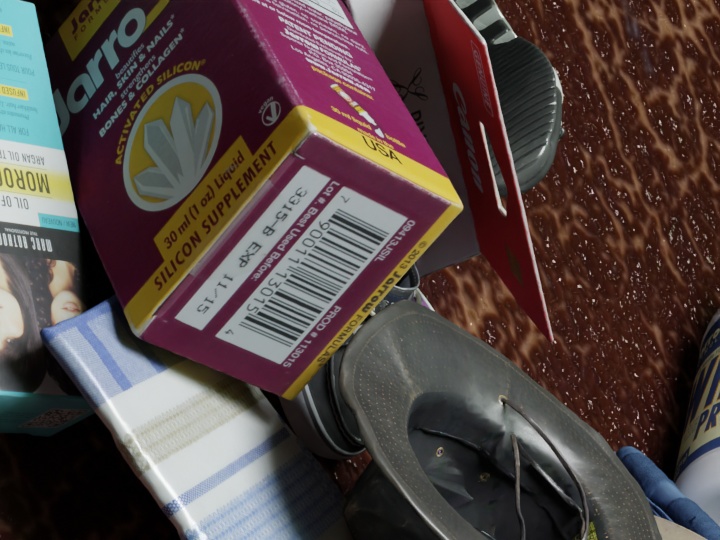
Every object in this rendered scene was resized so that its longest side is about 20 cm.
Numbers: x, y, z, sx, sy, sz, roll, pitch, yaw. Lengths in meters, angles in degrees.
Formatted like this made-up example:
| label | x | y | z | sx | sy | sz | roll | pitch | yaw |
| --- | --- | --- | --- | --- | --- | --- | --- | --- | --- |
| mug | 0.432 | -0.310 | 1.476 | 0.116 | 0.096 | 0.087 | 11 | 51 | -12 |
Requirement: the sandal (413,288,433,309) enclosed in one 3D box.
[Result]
| label | x | y | z | sx | sy | sz | roll | pitch | yaw |
| --- | --- | --- | --- | --- | --- | --- | --- | --- | --- |
| sandal | 0.049 | 0.070 | 1.443 | 0.082 | 0.050 | 0.203 | -34 | 96 | -54 |

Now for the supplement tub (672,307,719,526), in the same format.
| label | x | y | z | sx | sy | sz | roll | pitch | yaw |
| --- | --- | --- | --- | --- | --- | --- | --- | --- | --- |
| supplement tub | 0.266 | 0.093 | 1.614 | 0.145 | 0.145 | 0.200 | 44 | 40 | -24 |

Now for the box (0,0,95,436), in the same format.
| label | x | y | z | sx | sy | sz | roll | pitch | yaw |
| --- | --- | --- | --- | --- | --- | --- | --- | --- | --- |
| box | -0.174 | -0.028 | 1.231 | 0.082 | 0.049 | 0.201 | 7 | 64 | -49 |

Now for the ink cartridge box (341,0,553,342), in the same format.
| label | x | y | z | sx | sy | sz | roll | pitch | yaw |
| --- | --- | --- | --- | --- | --- | --- | --- | --- | --- |
| ink cartridge box | 0.029 | -0.077 | 1.374 | 0.176 | 0.045 | 0.200 | -120 | -169 | -49 |

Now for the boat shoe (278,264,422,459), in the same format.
| label | x | y | z | sx | sy | sz | roll | pitch | yaw |
| --- | --- | --- | --- | --- | --- | --- | --- | --- | --- |
| boat shoe | 0.000 | 0.000 | 1.352 | 0.070 | 0.066 | 0.201 | -13 | 107 | -48 |

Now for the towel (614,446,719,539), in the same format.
| label | x | y | z | sx | sy | sz | roll | pitch | yaw |
| --- | --- | --- | --- | --- | --- | --- | --- | --- | --- |
| towel | 0.177 | 0.170 | 1.456 | 0.112 | 0.048 | 0.200 | 59 | -4 | -20 |

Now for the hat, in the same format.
| label | x | y | z | sx | sy | sz | roll | pitch | yaw |
| --- | --- | --- | --- | --- | --- | --- | --- | --- | --- |
| hat | 0.049 | 0.113 | 1.264 | 0.200 | 0.081 | 0.201 | 34 | 31 | -24 |

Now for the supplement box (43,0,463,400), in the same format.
| label | x | y | z | sx | sy | sz | roll | pitch | yaw |
| --- | --- | --- | --- | --- | --- | --- | --- | --- | --- |
| supplement box | -0.059 | -0.061 | 1.263 | 0.103 | 0.131 | 0.200 | 25 | 24 | -39 |

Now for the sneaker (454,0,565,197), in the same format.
| label | x | y | z | sx | sy | sz | roll | pitch | yaw |
| --- | --- | --- | --- | --- | --- | --- | --- | --- | --- |
| sneaker | 0.085 | -0.083 | 1.520 | 0.089 | 0.074 | 0.200 | 56 | 10 | -29 |

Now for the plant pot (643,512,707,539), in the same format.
| label | x | y | z | sx | sy | sz | roll | pitch | yaw |
| --- | --- | --- | --- | --- | --- | --- | --- | --- | --- |
| plant pot | 0.102 | 0.248 | 1.316 | 0.188 | 0.187 | 0.200 | 54 | 51 | -12 |

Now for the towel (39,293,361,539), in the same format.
| label | x | y | z | sx | sy | sz | roll | pitch | yaw |
| --- | --- | --- | --- | --- | --- | --- | --- | --- | --- |
| towel | -0.058 | 0.095 | 1.221 | 0.200 | 0.024 | 0.147 | 54 | 21 | 2 |
